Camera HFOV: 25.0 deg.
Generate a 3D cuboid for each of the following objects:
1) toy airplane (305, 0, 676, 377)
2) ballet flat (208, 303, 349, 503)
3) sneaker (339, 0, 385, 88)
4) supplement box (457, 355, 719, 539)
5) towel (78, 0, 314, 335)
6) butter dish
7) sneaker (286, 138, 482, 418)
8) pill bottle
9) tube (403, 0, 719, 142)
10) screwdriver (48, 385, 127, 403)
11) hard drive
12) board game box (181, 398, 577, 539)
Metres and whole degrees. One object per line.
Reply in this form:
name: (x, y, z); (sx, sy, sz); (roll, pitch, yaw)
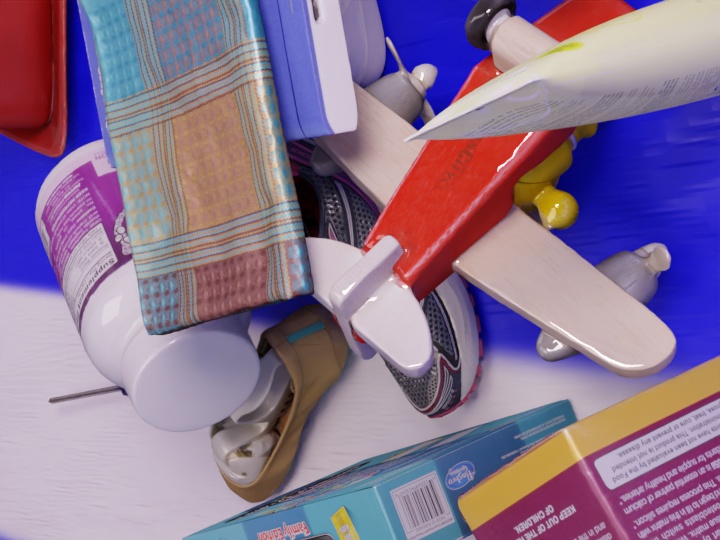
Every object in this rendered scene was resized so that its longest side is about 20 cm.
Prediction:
toy airplane: (0.059, -0.033, 0.833); (0.199, 0.141, 0.200); (-10, 77, 22)
ballet flat: (-0.070, 0.095, 1.093); (0.069, 0.063, 0.200); (49, 136, 23)
sneaker: (-0.062, -0.194, 0.936); (0.074, 0.116, 0.200); (-19, 88, 53)
supplement box: (0.163, 0.161, 0.792); (0.103, 0.131, 0.200); (-45, 69, 49)
towel: (-0.089, -0.073, 0.844); (0.147, 0.022, 0.200); (-16, 84, 50)
butter dish: (-0.318, -0.188, 1.212); (0.200, 0.148, 0.200); (27, 124, 41)
sneaker: (0.000, 0.000, 0.953); (0.081, 0.075, 0.200); (-20, 101, 50)
pill bottle: (-0.136, 0.009, 1.060); (0.200, 0.112, 0.112); (58, 142, 44)
tube: (0.112, -0.088, 0.702); (0.052, 0.200, 0.058); (40, 131, 31)
screwdriver: (-0.191, 0.091, 1.267); (0.200, 0.029, 0.028); (-14, 93, 55)
hard drive: (-0.084, -0.129, 0.870); (0.200, 0.025, 0.132); (-3, 99, 50)
board game box: (0.013, 0.137, 0.941); (0.200, 0.151, 0.047); (-25, 85, 51)
